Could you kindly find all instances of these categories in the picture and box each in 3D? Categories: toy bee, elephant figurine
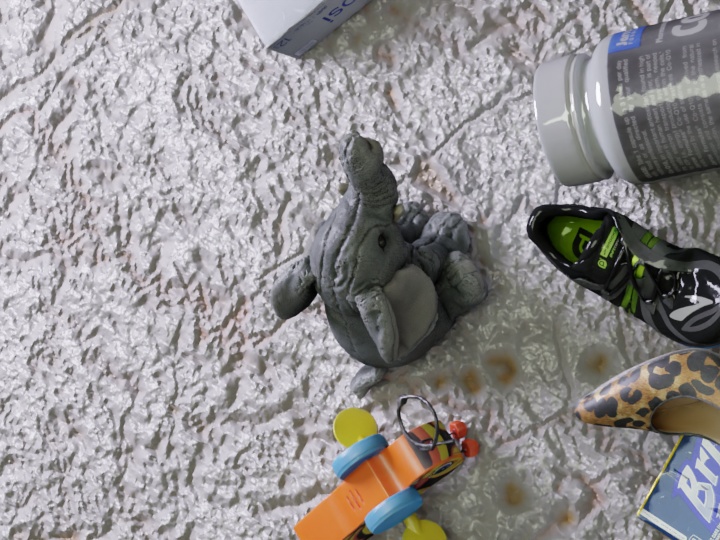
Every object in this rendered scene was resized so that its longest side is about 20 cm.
[{"bbox_3d":[0.039,0.160,1.548,0.199,0.108,0.132,-21,85,47],"label":"toy bee"},{"bbox_3d":[0.000,0.000,1.510,0.140,0.200,0.157,-21,78,21],"label":"elephant figurine"}]

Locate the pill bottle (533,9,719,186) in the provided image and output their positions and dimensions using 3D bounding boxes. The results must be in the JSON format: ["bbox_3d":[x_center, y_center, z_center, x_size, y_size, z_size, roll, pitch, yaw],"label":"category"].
[{"bbox_3d":[0.233,-0.126,1.462,0.198,0.114,0.115,-11,82,23],"label":"pill bottle"}]

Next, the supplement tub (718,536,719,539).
[{"bbox_3d":[0.311,0.220,1.377,0.198,0.107,0.108,-10,82,5],"label":"supplement tub"}]

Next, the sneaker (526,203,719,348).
[{"bbox_3d":[0.199,0.001,1.465,0.199,0.082,0.071,27,97,39],"label":"sneaker"}]

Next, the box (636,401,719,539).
[{"bbox_3d":[0.281,0.109,1.449,0.070,0.064,0.201,32,98,24],"label":"box"}]

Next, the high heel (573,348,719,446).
[{"bbox_3d":[0.245,0.127,1.373,0.198,0.071,0.144,-10,61,16],"label":"high heel"}]

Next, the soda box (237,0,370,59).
[{"bbox_3d":[-0.005,-0.258,1.608,0.199,0.063,0.069,-37,73,18],"label":"soda box"}]
